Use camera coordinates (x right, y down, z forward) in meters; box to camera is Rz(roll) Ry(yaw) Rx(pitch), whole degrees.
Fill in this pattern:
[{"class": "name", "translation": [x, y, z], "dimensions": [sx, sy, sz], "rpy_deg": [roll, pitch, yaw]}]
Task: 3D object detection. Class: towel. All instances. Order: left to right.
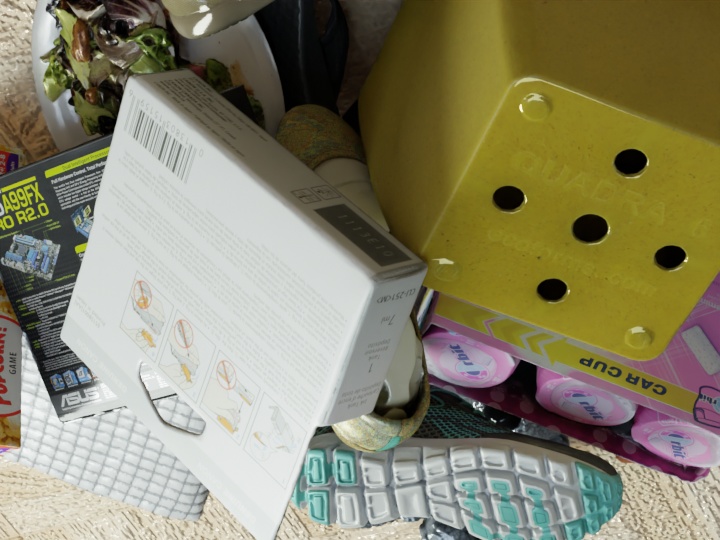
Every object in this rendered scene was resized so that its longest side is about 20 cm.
[{"class": "towel", "translation": [-0.186, 0.082, 1.163], "dimensions": [0.200, 0.086, 0.166], "rpy_deg": [19, 132, -3]}]

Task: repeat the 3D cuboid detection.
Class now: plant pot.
[{"class": "plant pot", "translation": [0.115, -0.074, 0.821], "dimensions": [0.200, 0.176, 0.200], "rpy_deg": [20, 130, -9]}]

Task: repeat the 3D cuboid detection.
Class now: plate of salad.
[{"class": "plate of salad", "translation": [-0.132, -0.106, 0.977], "dimensions": [0.200, 0.048, 0.200], "rpy_deg": [16, 121, 30]}]

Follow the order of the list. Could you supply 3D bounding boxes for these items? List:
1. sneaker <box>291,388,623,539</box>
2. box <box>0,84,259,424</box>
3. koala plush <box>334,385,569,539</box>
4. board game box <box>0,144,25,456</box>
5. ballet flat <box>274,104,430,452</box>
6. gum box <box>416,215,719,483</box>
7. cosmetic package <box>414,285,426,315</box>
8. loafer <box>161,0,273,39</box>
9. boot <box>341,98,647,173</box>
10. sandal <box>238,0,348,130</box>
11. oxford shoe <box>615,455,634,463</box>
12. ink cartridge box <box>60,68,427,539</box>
[{"class": "sneaker", "translation": [0.057, 0.105, 0.950], "dimensions": [0.200, 0.091, 0.078], "rpy_deg": [6, 127, 16]}, {"class": "box", "translation": [-0.126, -0.005, 0.957], "dimensions": [0.200, 0.044, 0.160], "rpy_deg": [-16, 98, 34]}, {"class": "koala plush", "translation": [0.093, 0.088, 1.062], "dimensions": [0.177, 0.184, 0.200], "rpy_deg": [32, 112, 10]}, {"class": "board game box", "translation": [-0.271, 0.035, 1.052], "dimensions": [0.046, 0.200, 0.151], "rpy_deg": [11, 154, -35]}, {"class": "ballet flat", "translation": [0.000, 0.000, 0.888], "dimensions": [0.071, 0.071, 0.200], "rpy_deg": [-12, 85, 24]}, {"class": "gum box", "translation": [0.137, 0.035, 0.948], "dimensions": [0.200, 0.114, 0.066], "rpy_deg": [21, 147, -4]}, {"class": "cosmetic package", "translation": [-0.060, 0.011, 1.027], "dimensions": [0.200, 0.107, 0.090], "rpy_deg": [1, 131, 35]}, {"class": "loafer", "translation": [-0.039, -0.184, 0.836], "dimensions": [0.200, 0.076, 0.067], "rpy_deg": [-25, 126, 32]}, {"class": "boot", "translation": [0.101, -0.055, 0.992], "dimensions": [0.186, 0.064, 0.200], "rpy_deg": [-28, 122, 35]}, {"class": "sandal", "translation": [-0.036, -0.123, 0.960], "dimensions": [0.075, 0.048, 0.201], "rpy_deg": [5, 111, 46]}, {"class": "oxford shoe", "translation": [0.232, 0.058, 1.052], "dimensions": [0.200, 0.071, 0.073], "rpy_deg": [-39, 91, 32]}, {"class": "ink cartridge box", "translation": [-0.070, 0.018, 0.848], "dimensions": [0.200, 0.044, 0.174], "rpy_deg": [40, 126, 31]}]
